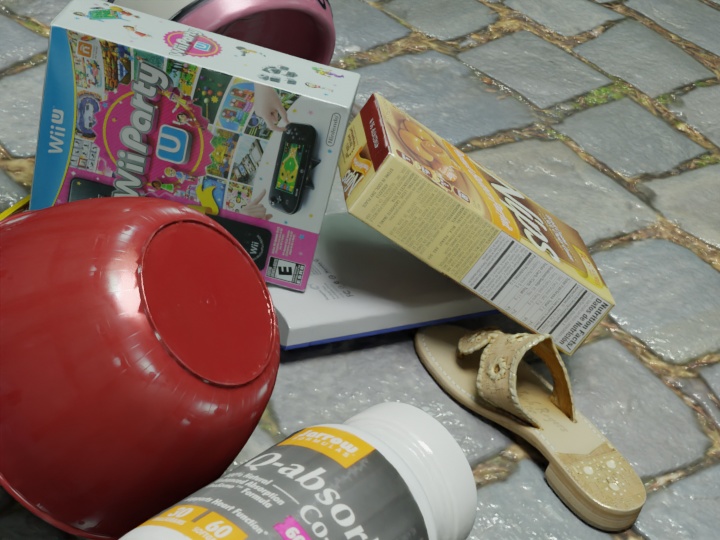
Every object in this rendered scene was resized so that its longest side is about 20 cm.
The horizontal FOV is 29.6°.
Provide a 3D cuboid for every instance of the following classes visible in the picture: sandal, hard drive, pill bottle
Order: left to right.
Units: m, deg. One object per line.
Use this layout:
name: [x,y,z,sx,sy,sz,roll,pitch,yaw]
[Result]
pill bottle: [-0.031,0.149,0.712,0.116,0.117,0.199,35,38,24]
hard drive: [0.000,0.000,1.005,0.198,0.026,0.132,-8,36,-33]
sandal: [0.123,0.077,0.926,0.077,0.070,0.212,-13,45,-37]

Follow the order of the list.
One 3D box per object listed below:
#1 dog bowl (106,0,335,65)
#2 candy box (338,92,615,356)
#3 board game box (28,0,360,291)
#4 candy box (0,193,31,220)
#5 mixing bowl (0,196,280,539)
dog bowl: [-0.106,-0.178,1.076,0.198,0.201,0.074,-11,61,-36]
candy box: [0.078,-0.033,0.958,0.199,0.055,0.116,31,21,-20]
board game box: [-0.113,-0.083,0.918,0.197,0.149,0.065,15,31,-1]
candy box: [-0.191,-0.026,0.962,0.101,0.027,0.200,29,36,10]
mixing bowl: [-0.117,0.036,0.753,0.199,0.108,0.202,30,45,-36]
